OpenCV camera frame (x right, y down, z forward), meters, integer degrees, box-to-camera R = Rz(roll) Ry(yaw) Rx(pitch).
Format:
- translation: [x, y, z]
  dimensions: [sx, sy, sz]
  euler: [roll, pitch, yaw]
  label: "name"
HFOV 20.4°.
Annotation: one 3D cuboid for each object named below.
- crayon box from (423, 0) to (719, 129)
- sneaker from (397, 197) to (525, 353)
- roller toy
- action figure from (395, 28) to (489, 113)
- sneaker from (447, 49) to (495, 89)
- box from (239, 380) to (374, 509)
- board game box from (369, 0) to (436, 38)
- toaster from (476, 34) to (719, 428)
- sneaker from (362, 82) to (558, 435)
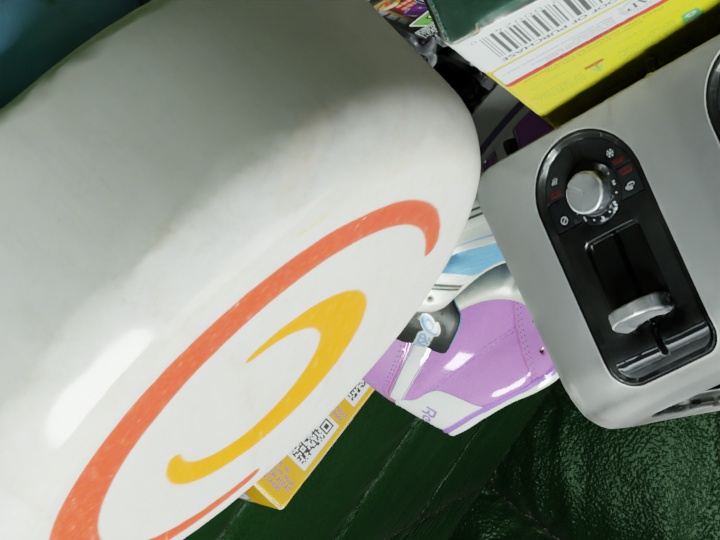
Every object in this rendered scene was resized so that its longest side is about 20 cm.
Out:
- translation: [0.102, -0.110, 0.738]
  dimensions: [0.126, 0.051, 0.200]
  euler: [-27, 165, 13]
  label: "crayon box"
- translation: [0.000, 0.000, 0.831]
  dimensions: [0.199, 0.073, 0.072]
  euler: [-5, 158, -13]
  label: "sneaker"
- translation: [-0.071, -0.018, 0.542]
  dimensions: [0.183, 0.140, 0.200]
  euler: [-51, 163, 23]
  label: "roller toy"
- translation: [0.007, -0.063, 0.921]
  dimensions: [0.130, 0.069, 0.200]
  euler: [-57, 173, -16]
  label: "action figure"
- translation: [0.070, -0.040, 1.125]
  dimensions: [0.201, 0.112, 0.073]
  euler: [-60, 168, 23]
  label: "sneaker"
- translation: [-0.016, 0.026, 1.007]
  dimensions: [0.200, 0.042, 0.119]
  euler: [-50, -159, -18]
  label: "box"
- translation: [0.020, -0.127, 0.691]
  dimensions: [0.104, 0.024, 0.200]
  euler: [-31, 165, 22]
  label: "board game box"
- translation: [0.174, -0.026, 0.798]
  dimensions: [0.180, 0.119, 0.199]
  euler: [-28, 165, 34]
  label: "toaster"
- translation: [0.080, -0.016, 0.916]
  dimensions: [0.201, 0.114, 0.073]
  euler: [-53, 173, 8]
  label: "sneaker"
